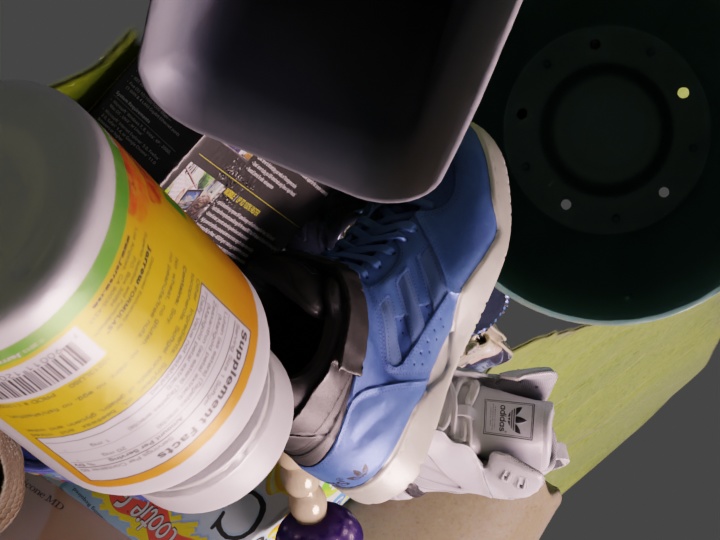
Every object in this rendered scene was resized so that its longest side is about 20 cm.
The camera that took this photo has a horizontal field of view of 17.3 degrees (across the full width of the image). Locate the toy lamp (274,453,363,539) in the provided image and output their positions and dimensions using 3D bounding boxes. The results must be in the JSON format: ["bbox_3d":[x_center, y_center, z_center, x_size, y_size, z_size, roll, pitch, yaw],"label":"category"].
[{"bbox_3d":[-0.042,0.069,1.271,0.058,0.058,0.201,-36,127,-30],"label":"toy lamp"}]

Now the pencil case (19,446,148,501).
[{"bbox_3d":[-0.124,0.068,1.176,0.087,0.078,0.200,-46,165,2],"label":"pencil case"}]

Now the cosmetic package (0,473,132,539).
[{"bbox_3d":[-0.200,0.196,1.185,0.200,0.105,0.071,-51,171,-45],"label":"cosmetic package"}]

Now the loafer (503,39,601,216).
[{"bbox_3d":[0.107,-0.078,1.422,0.200,0.073,0.071,-46,163,0],"label":"loafer"}]

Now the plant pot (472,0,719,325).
[{"bbox_3d":[0.135,-0.076,1.294,0.201,0.201,0.161,-47,178,5],"label":"plant pot"}]

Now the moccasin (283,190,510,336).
[{"bbox_3d":[0.021,0.004,1.285,0.200,0.068,0.081,20,103,-48],"label":"moccasin"}]

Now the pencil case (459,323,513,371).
[{"bbox_3d":[0.013,0.095,1.613,0.200,0.078,0.089,-45,-177,-3],"label":"pencil case"}]

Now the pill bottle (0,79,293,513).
[{"bbox_3d":[-0.103,0.021,0.929,0.111,0.111,0.200,-45,144,-2],"label":"pill bottle"}]

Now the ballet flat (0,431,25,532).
[{"bbox_3d":[-0.179,0.069,1.026,0.200,0.067,0.047,102,-7,-52],"label":"ballet flat"}]

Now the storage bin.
[{"bbox_3d":[-0.001,-0.147,0.877,0.200,0.145,0.135,112,0,-55],"label":"storage bin"}]

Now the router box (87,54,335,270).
[{"bbox_3d":[-0.045,-0.072,1.073,0.149,0.051,0.200,-48,165,1],"label":"router box"}]

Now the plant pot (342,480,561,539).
[{"bbox_3d":[0.023,0.174,1.507,0.184,0.200,0.200,-52,166,-7],"label":"plant pot"}]

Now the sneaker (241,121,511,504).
[{"bbox_3d":[0.001,0.000,1.138,0.111,0.077,0.201,34,69,-41],"label":"sneaker"}]

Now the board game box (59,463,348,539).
[{"bbox_3d":[-0.064,0.109,1.397,0.200,0.103,0.105,-42,165,-14],"label":"board game box"}]

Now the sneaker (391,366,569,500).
[{"bbox_3d":[0.039,0.066,1.249,0.200,0.114,0.075,54,40,-57],"label":"sneaker"}]
